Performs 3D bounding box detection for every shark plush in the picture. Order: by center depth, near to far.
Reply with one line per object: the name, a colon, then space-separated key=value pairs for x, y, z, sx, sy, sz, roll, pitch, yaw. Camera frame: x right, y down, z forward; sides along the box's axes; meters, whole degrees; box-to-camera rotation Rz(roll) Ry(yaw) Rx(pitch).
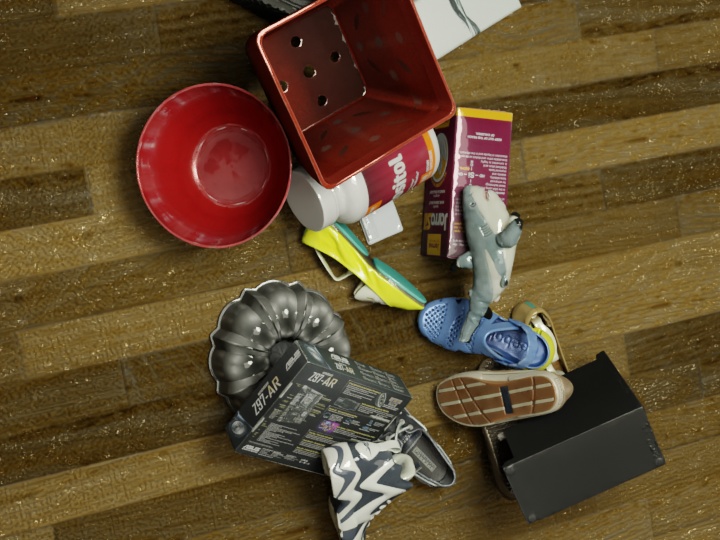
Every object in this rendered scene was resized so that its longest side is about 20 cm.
shark plush: x=0.158 y=-0.008 z=1.545 sx=0.082 sy=0.091 sz=0.203 roll=11 pitch=111 yaw=3

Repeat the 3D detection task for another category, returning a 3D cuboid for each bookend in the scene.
bookend: x=0.283 y=0.222 z=1.588 sx=0.198 sy=0.199 sz=0.093 roll=-25 pitch=107 yaw=4

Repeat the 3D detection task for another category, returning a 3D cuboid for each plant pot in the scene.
plant pot: x=-0.034 y=-0.242 z=1.436 sx=0.199 sy=0.176 sz=0.202 roll=-32 pitch=111 yaw=-16

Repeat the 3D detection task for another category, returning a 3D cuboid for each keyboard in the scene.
keyboard: x=0.002 y=-0.140 z=1.613 sx=0.056 sy=0.011 sz=0.203 roll=-24 pitch=100 yaw=-22

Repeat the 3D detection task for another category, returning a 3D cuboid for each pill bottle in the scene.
pill bottle: x=0.001 y=-0.133 z=1.535 sx=0.199 sy=0.113 sz=0.114 roll=-32 pitch=102 yaw=-29

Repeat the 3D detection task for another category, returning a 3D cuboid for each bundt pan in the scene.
bundt pan: x=-0.100 y=0.114 z=1.553 sx=0.199 sy=0.076 sz=0.205 roll=0 pitch=92 yaw=-18

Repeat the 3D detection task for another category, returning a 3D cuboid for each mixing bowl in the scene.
mixing bowl: x=-0.174 y=-0.134 z=1.485 sx=0.197 sy=0.108 sz=0.204 roll=1 pitch=95 yaw=7

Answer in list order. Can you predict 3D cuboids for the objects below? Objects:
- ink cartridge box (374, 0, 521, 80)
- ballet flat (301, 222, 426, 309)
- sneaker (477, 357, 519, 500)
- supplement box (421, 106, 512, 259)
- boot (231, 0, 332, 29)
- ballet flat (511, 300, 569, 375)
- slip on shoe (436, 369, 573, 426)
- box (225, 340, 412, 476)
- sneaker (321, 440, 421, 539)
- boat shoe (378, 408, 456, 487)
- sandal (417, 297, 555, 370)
ink cartridge box: x=0.096 y=-0.332 z=1.564 sx=0.199 sy=0.146 sz=0.084 roll=-33 pitch=102 yaw=-13
ballet flat: x=0.000 y=0.000 z=1.595 sx=0.200 sy=0.067 sz=0.067 roll=42 pitch=101 yaw=-12
sneaker: x=0.196 y=0.228 z=1.666 sx=0.069 sy=0.076 sz=0.203 roll=-4 pitch=72 yaw=-7
supplement box: x=0.145 y=-0.116 z=1.607 sx=0.084 sy=0.110 sz=0.203 roll=3 pitch=91 yaw=-17
boot: x=-0.100 y=-0.414 z=1.530 sx=0.209 sy=0.079 sz=0.160 roll=24 pitch=84 yaw=-17
ballet flat: x=0.270 y=0.142 z=1.683 sx=0.068 sy=0.063 sz=0.202 roll=-25 pitch=100 yaw=-14
slip on shoe: x=0.197 y=0.169 z=1.599 sx=0.060 sy=0.198 sz=0.077 roll=-9 pitch=86 yaw=-52
box: x=-0.052 y=0.184 z=1.507 sx=0.199 sy=0.044 sz=0.161 roll=22 pitch=114 yaw=-41
sneaker: x=0.022 y=0.299 z=1.560 sx=0.128 sy=0.080 sz=0.201 roll=-14 pitch=123 yaw=-9
boat shoe: x=0.056 y=0.230 z=1.612 sx=0.072 sy=0.068 sz=0.200 roll=-46 pitch=104 yaw=-11
sandal: x=0.174 y=0.088 z=1.615 sx=0.197 sy=0.087 sz=0.081 roll=14 pitch=93 yaw=8
